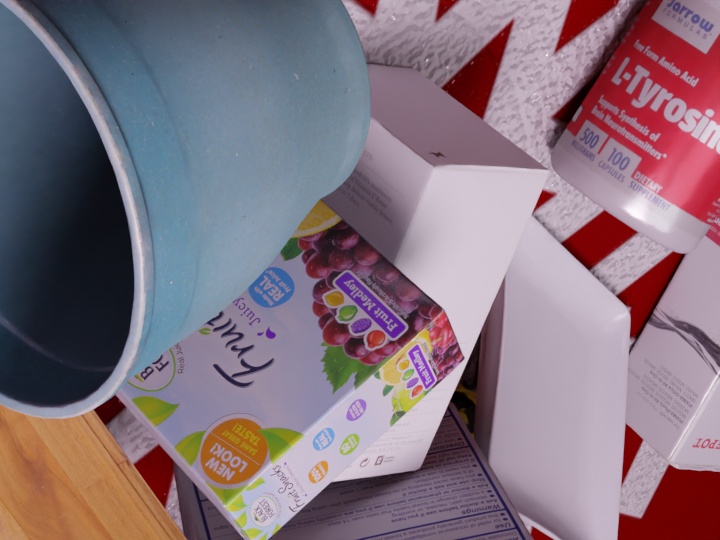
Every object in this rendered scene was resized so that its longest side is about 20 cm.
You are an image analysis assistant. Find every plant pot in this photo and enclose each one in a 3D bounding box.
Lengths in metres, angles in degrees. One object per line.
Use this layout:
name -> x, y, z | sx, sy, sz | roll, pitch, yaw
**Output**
plant pot -> -0.103, -0.065, 0.843 | 0.187, 0.199, 0.202 | -30, 140, -43

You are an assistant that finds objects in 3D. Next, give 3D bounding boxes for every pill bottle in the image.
pill bottle -> 0.215, -0.122, 1.173 | 0.112, 0.112, 0.201 | 19, 106, -50

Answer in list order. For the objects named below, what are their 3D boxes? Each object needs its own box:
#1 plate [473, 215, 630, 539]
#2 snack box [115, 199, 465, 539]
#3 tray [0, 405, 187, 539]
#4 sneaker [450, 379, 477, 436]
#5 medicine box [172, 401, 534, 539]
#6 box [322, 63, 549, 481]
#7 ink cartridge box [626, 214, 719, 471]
plate -> 0.125, 0.084, 1.244 | 0.199, 0.032, 0.202 | 38, 52, -52
snack box -> -0.065, 0.022, 0.943 | 0.142, 0.200, 0.053 | -42, 144, -9
tray -> -0.164, 0.117, 0.948 | 0.098, 0.201, 0.037 | -36, -176, -15
sneaker -> 0.057, 0.113, 1.260 | 0.199, 0.074, 0.086 | -2, 109, -48
medicine box -> -0.003, 0.178, 1.082 | 0.180, 0.200, 0.104 | -10, 114, -9
box -> 0.000, 0.000, 1.052 | 0.097, 0.124, 0.202 | -1, 122, -44
ink cartridge box -> 0.291, 0.046, 1.411 | 0.144, 0.083, 0.201 | 9, 115, -48
